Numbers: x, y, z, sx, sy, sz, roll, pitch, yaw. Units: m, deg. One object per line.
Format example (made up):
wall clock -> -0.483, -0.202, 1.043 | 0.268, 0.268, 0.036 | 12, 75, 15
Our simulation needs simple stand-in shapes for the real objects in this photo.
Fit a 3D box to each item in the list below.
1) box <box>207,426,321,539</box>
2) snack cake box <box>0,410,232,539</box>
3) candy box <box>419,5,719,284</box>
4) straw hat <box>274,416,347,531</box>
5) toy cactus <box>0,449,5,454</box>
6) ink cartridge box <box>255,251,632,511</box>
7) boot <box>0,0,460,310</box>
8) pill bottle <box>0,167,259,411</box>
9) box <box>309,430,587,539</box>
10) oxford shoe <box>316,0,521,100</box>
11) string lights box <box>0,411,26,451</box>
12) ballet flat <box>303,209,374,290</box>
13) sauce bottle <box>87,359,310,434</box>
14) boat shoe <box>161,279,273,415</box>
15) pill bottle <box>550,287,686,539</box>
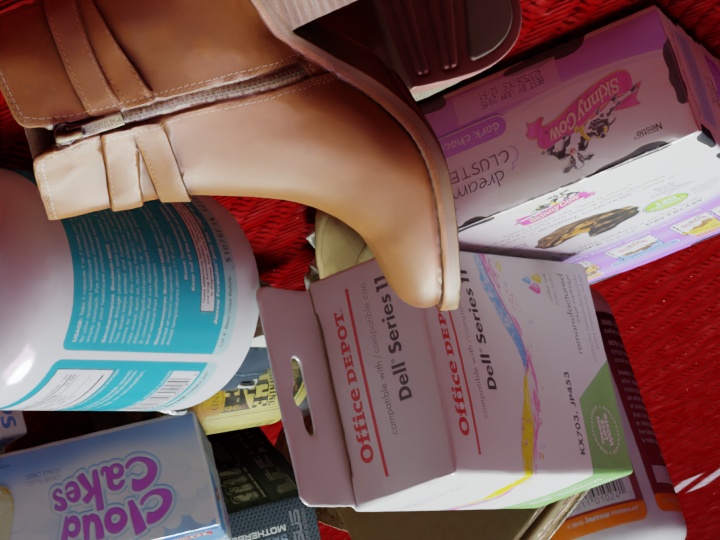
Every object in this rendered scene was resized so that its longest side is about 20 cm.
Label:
box -> -0.123, 0.144, 1.775 | 0.157, 0.051, 0.200 | -14, -164, -13
snack cake box -> -0.175, 0.137, 1.609 | 0.199, 0.067, 0.115 | -14, 167, -1
candy box -> 0.113, -0.052, 1.502 | 0.167, 0.072, 0.200 | -21, 164, 17
straw hat -> 0.040, 0.074, 1.810 | 0.201, 0.201, 0.085 | -14, 123, -11
toy cactus -> -0.282, 0.145, 1.732 | 0.165, 0.102, 0.200 | -33, 152, 15
ink cartridge box -> 0.044, 0.054, 1.442 | 0.067, 0.117, 0.200 | -22, 165, 35
boot -> -0.051, -0.046, 1.170 | 0.155, 0.077, 0.200 | -24, 122, -2
pill bottle -> -0.146, 0.009, 1.358 | 0.111, 0.111, 0.200 | -28, 161, 33
box -> 0.048, 0.099, 1.621 | 0.021, 0.200, 0.164 | 21, 115, -34
oxford shoe -> -0.032, -0.082, 1.253 | 0.199, 0.071, 0.074 | -10, 172, -14
string lights box -> -0.291, 0.090, 1.569 | 0.200, 0.059, 0.103 | -7, 161, -33
ballet flat -> 0.000, 0.000, 1.587 | 0.069, 0.063, 0.200 | -47, 171, -16
sauce bottle -> -0.060, 0.057, 1.703 | 0.200, 0.066, 0.066 | -11, 163, -32
boat shoe -> -0.105, 0.037, 1.556 | 0.062, 0.075, 0.200 | -57, 157, 18
pill bottle -> 0.106, 0.080, 1.700 | 0.113, 0.200, 0.113 | -16, 164, -5
